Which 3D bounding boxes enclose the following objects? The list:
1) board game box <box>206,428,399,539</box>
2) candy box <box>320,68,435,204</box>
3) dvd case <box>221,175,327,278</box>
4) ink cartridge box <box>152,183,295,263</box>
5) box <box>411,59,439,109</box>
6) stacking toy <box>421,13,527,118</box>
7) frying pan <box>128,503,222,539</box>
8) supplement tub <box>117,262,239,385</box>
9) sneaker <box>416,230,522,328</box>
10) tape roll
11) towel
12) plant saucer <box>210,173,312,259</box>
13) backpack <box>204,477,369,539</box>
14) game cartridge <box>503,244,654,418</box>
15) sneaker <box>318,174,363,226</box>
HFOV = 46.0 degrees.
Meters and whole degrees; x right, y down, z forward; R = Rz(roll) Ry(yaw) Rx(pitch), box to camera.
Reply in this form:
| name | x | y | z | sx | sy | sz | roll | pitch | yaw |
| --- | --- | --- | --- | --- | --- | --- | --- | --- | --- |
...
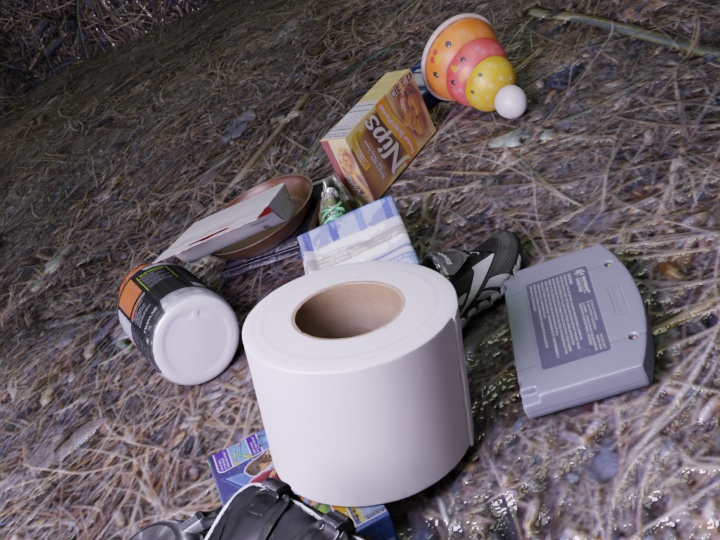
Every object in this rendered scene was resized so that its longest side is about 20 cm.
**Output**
| name | x | y | z | sx | sy | sz | roll | pitch | yaw |
| --- | --- | --- | --- | --- | --- | --- | --- | --- | --- |
| board game box | -0.062 | 0.212 | 0.798 | 0.134 | 0.035 | 0.200 | -25 | 28 | -9 |
| candy box | 0.032 | -0.207 | 1.307 | 0.055 | 0.116 | 0.201 | 0 | 40 | 41 |
| dvd case | -0.130 | -0.071 | 1.337 | 0.146 | 0.016 | 0.201 | -18 | 32 | 21 |
| ink cartridge box | -0.181 | -0.050 | 1.166 | 0.159 | 0.051 | 0.200 | -22 | 17 | 12 |
| box | 0.128 | -0.348 | 1.530 | 0.200 | 0.033 | 0.120 | -45 | 34 | -24 |
| stacking toy | 0.198 | -0.302 | 1.330 | 0.145 | 0.147 | 0.200 | -32 | 45 | -7 |
| frying pan | -0.173 | 0.273 | 0.829 | 0.188 | 0.031 | 0.115 | -29 | 30 | 5 |
| supplement tub | -0.248 | 0.062 | 1.122 | 0.122 | 0.124 | 0.199 | -37 | 30 | -16 |
| sneaker | 0.108 | 0.007 | 0.933 | 0.200 | 0.091 | 0.066 | -43 | 34 | -25 |
| tape roll | 0.000 | 0.096 | 0.787 | 0.199 | 0.141 | 0.203 | -9 | 25 | 4 |
| towel | 0.000 | 0.000 | 1.048 | 0.145 | 0.024 | 0.202 | -23 | 48 | 7 |
| plant saucer | -0.154 | -0.076 | 1.313 | 0.198 | 0.037 | 0.202 | -22 | 31 | 14 |
| backpack | -0.065 | 0.276 | 0.595 | 0.176 | 0.152 | 0.201 | 13 | 54 | 45 |
| game cartridge | 0.212 | 0.053 | 0.829 | 0.131 | 0.041 | 0.201 | -23 | 30 | 18 |
| sneaker | -0.036 | -0.067 | 1.174 | 0.076 | 0.089 | 0.201 | -23 | 30 | 8 |
